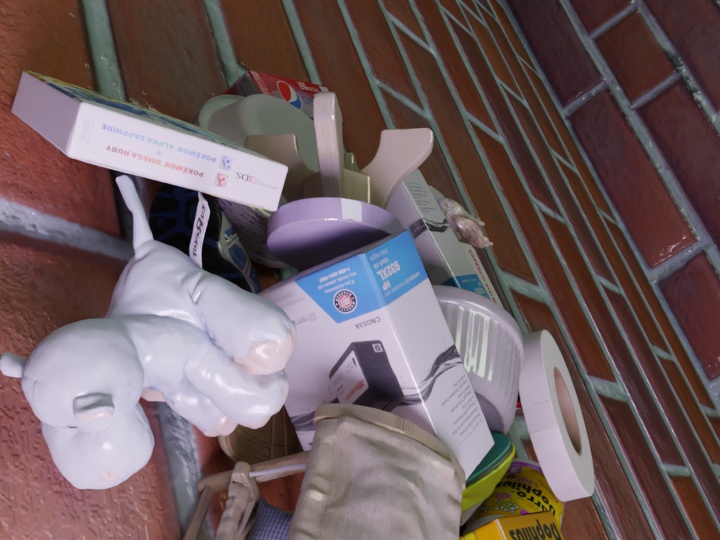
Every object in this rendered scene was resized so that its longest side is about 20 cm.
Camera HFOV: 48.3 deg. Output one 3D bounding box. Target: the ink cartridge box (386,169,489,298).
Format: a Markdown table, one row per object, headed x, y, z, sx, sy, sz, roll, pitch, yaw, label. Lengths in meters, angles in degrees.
| x | y | z | sx | sy | sz | roll | pitch | yaw | label |
| --- | --- | --- | --- | --- | --- | --- | --- | --- | --- |
| 0.048 | -0.005 | 0.990 | 0.083 | 0.144 | 0.203 | -5 | 64 | -60 | ink cartridge box |

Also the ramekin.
| x | y | z | sx | sy | sz | roll | pitch | yaw | label |
| --- | --- | --- | --- | --- | --- | --- | --- | --- | --- |
| 0.080 | 0.121 | 0.870 | 0.199 | 0.198 | 0.106 | 39 | 39 | -29 | ramekin |

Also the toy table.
| x | y | z | sx | sy | sz | roll | pitch | yaw | label |
| --- | --- | --- | --- | --- | --- | --- | --- | --- | --- |
| -0.020 | -0.074 | 0.754 | 0.200 | 0.180 | 0.120 | 111 | -21 | -75 | toy table |

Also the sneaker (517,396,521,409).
| x | y | z | sx | sy | sz | roll | pitch | yaw | label |
| --- | --- | --- | --- | --- | --- | --- | --- | --- | --- |
| 0.215 | 0.171 | 1.115 | 0.199 | 0.114 | 0.080 | -18 | 85 | -59 | sneaker |

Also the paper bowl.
| x | y | z | sx | sy | sz | roll | pitch | yaw | label |
| --- | --- | --- | --- | --- | --- | --- | --- | --- | --- |
| -0.100 | -0.112 | 0.893 | 0.199 | 0.104 | 0.203 | 32 | 33 | -23 | paper bowl |

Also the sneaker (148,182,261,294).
| x | y | z | sx | sy | sz | roll | pitch | yaw | label |
| --- | --- | --- | --- | --- | --- | --- | --- | --- | --- |
| -0.147 | -0.007 | 0.782 | 0.077 | 0.075 | 0.203 | 59 | 6 | -67 | sneaker |

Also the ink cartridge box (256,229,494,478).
| x | y | z | sx | sy | sz | roll | pitch | yaw | label |
| --- | --- | --- | --- | --- | --- | --- | --- | --- | --- |
| 0.006 | 0.089 | 0.689 | 0.083 | 0.143 | 0.203 | -28 | 97 | -55 | ink cartridge box |

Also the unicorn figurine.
| x | y | z | sx | sy | sz | roll | pitch | yaw | label |
| --- | --- | --- | --- | --- | --- | --- | --- | --- | --- |
| 0.086 | -0.091 | 1.122 | 0.137 | 0.197 | 0.075 | 14 | 91 | -58 | unicorn figurine |

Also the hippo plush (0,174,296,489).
| x | y | z | sx | sy | sz | roll | pitch | yaw | label |
| --- | --- | --- | --- | --- | --- | --- | --- | --- | --- |
| -0.145 | 0.068 | 0.565 | 0.161 | 0.156 | 0.204 | -45 | 142 | -52 | hippo plush |

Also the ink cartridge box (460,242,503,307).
| x | y | z | sx | sy | sz | roll | pitch | yaw | label |
| --- | --- | --- | --- | --- | --- | --- | --- | --- | --- |
| 0.114 | 0.034 | 1.144 | 0.199 | 0.083 | 0.148 | 8 | 54 | -56 | ink cartridge box |

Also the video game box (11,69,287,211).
| x | y | z | sx | sy | sz | roll | pitch | yaw | label |
| --- | --- | --- | --- | --- | --- | --- | --- | --- | --- |
| -0.184 | -0.113 | 0.690 | 0.180 | 0.048 | 0.199 | 16 | 9 | -39 | video game box |

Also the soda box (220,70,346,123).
| x | y | z | sx | sy | sz | roll | pitch | yaw | label |
| --- | --- | --- | --- | --- | --- | --- | --- | --- | --- |
| -0.102 | -0.209 | 1.066 | 0.064 | 0.070 | 0.199 | 61 | 26 | 9 | soda box |

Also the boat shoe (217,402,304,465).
| x | y | z | sx | sy | sz | roll | pitch | yaw | label |
| --- | --- | --- | --- | --- | --- | --- | --- | --- | --- |
| -0.065 | 0.148 | 0.753 | 0.198 | 0.062 | 0.075 | 12 | 75 | -52 | boat shoe |

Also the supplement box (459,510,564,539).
| x | y | z | sx | sy | sz | roll | pitch | yaw | label |
| --- | --- | --- | --- | --- | --- | --- | --- | --- | --- |
| 0.078 | 0.291 | 0.663 | 0.108 | 0.199 | 0.111 | 16 | 46 | -52 | supplement box |

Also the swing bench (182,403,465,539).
| x | y | z | sx | sy | sz | roll | pitch | yaw | label |
| --- | --- | --- | --- | --- | --- | --- | --- | --- | --- |
| -0.037 | 0.214 | 0.553 | 0.130 | 0.199 | 0.200 | 45 | 28 | -18 | swing bench |

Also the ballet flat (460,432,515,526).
| x | y | z | sx | sy | sz | roll | pitch | yaw | label |
| --- | --- | --- | --- | --- | --- | --- | --- | --- | --- |
| 0.074 | 0.231 | 0.797 | 0.197 | 0.066 | 0.068 | -23 | 111 | -25 | ballet flat |

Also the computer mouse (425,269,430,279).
| x | y | z | sx | sy | sz | roll | pitch | yaw | label |
| --- | --- | --- | --- | --- | --- | --- | --- | --- | --- |
| 0.000 | 0.000 | 0.908 | 0.034 | 0.198 | 0.060 | -27 | 111 | -36 | computer mouse |

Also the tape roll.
| x | y | z | sx | sy | sz | roll | pitch | yaw | label |
| --- | --- | --- | --- | --- | --- | --- | --- | --- | --- |
| 0.235 | 0.174 | 0.972 | 0.203 | 0.036 | 0.206 | 51 | 29 | -44 | tape roll |

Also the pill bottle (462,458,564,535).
| x | y | z | sx | sy | sz | roll | pitch | yaw | label |
| --- | --- | --- | --- | --- | --- | --- | --- | --- | --- |
| 0.171 | 0.305 | 0.912 | 0.105 | 0.104 | 0.200 | 54 | 26 | -2 | pill bottle |
